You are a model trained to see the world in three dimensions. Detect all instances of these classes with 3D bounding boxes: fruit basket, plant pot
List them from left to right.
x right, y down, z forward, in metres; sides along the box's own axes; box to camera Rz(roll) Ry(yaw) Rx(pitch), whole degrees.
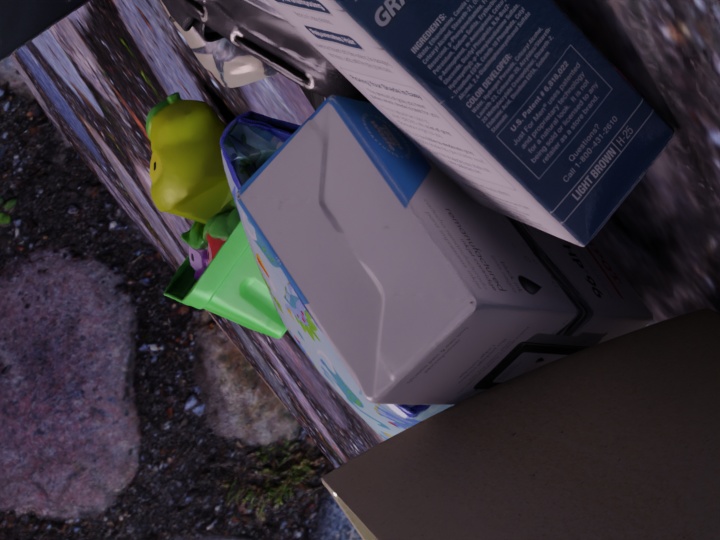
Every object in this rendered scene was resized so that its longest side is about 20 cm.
[{"bbox_3d":[-0.129,-0.045,1.635,0.215,0.156,0.216,35,174,4],"label":"fruit basket"},{"bbox_3d":[0.136,0.135,0.755,0.200,0.177,0.200,57,171,-30],"label":"plant pot"}]

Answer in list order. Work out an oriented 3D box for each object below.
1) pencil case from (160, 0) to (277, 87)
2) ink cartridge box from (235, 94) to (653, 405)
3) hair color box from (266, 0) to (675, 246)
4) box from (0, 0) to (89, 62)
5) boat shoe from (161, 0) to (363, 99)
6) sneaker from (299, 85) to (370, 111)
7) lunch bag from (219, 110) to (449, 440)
[{"bbox_3d":[-0.089,-0.189,0.999,0.200,0.078,0.090,55,-149,-21],"label":"pencil case"},{"bbox_3d":[0.051,-0.004,0.830,0.200,0.068,0.116,6,-135,-56],"label":"ink cartridge box"},{"bbox_3d":[0.017,-0.100,0.696,0.200,0.061,0.100,42,174,-25],"label":"hair color box"},{"bbox_3d":[-0.388,-0.287,1.812,0.200,0.198,0.123,40,165,53],"label":"box"},{"bbox_3d":[-0.061,-0.132,0.844,0.200,0.070,0.066,29,129,34],"label":"boat shoe"},{"bbox_3d":[-0.035,-0.151,0.932,0.104,0.060,0.200,39,158,48],"label":"sneaker"},{"bbox_3d":[0.000,0.000,1.126,0.200,0.127,0.170,41,169,13],"label":"lunch bag"}]
